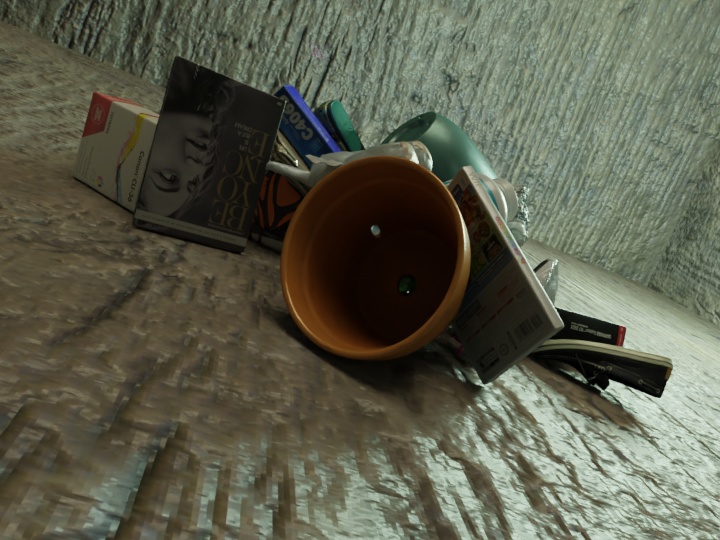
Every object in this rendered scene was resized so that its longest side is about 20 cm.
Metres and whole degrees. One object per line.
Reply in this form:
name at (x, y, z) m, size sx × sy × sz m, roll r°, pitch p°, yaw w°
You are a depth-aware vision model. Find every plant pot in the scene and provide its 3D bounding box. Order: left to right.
plant pot at (0.030, 0.001, 0.677) m, size 0.197 × 0.203 × 0.140 m, roll 29°, pitch -2°, yaw 27°
plant pot at (0.115, -0.167, 1.087) m, size 0.162 × 0.199 × 0.201 m, roll 52°, pitch 0°, yaw -24°

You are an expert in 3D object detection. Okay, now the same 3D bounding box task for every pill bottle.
pill bottle at (0.142, -0.078, 0.944) m, size 0.196 × 0.113 × 0.110 m, roll -22°, pitch 35°, yaw -28°

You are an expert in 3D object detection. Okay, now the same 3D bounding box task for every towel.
towel at (-0.100, -0.170, 0.938) m, size 0.133 × 0.034 × 0.202 m, roll 48°, pitch 13°, yaw -35°

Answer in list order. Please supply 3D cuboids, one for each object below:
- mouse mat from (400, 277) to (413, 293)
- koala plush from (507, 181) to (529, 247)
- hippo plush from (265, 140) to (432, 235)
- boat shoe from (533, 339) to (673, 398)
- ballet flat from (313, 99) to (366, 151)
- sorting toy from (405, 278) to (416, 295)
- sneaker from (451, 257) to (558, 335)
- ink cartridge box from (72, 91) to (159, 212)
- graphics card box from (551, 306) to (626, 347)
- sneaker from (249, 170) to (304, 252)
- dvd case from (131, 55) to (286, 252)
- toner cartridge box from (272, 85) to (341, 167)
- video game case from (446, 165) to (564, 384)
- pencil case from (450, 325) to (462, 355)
mouse mat at (0.000, 0.000, 0.907) m, size 0.156 × 0.008 × 0.200 m, roll 8°, pitch 11°, yaw 8°
koala plush at (0.223, -0.067, 1.142) m, size 0.183 × 0.199 × 0.179 m, roll 43°, pitch 36°, yaw -16°
hippo plush at (0.013, -0.071, 0.802) m, size 0.156 × 0.166 × 0.198 m, roll 0°, pitch 11°, yaw 40°
boat shoe at (0.344, 0.139, 0.916) m, size 0.194 × 0.064 × 0.075 m, roll 11°, pitch -7°, yaw 13°
ballet flat at (-0.017, -0.172, 1.016) m, size 0.203 × 0.073 × 0.074 m, roll 63°, pitch 6°, yaw -12°
sorting toy at (0.138, 0.000, 0.947) m, size 0.195 × 0.037 × 0.185 m, roll -15°, pitch 5°, yaw 14°
sneaker at (0.207, 0.038, 0.906) m, size 0.112 × 0.077 × 0.200 m, roll 15°, pitch 43°, yaw 33°
ink cartridge box at (-0.274, -0.139, 0.826) m, size 0.197 × 0.119 × 0.067 m, roll 27°, pitch 14°, yaw 22°
graphics card box at (0.321, 0.089, 1.031) m, size 0.196 × 0.052 × 0.124 m, roll 16°, pitch -3°, yaw -35°
sneaker at (-0.164, -0.114, 0.928) m, size 0.196 × 0.114 × 0.078 m, roll 22°, pitch 13°, yaw -5°
dvd case at (-0.185, -0.137, 0.784) m, size 0.146 × 0.205 × 0.016 m, roll 14°, pitch 7°, yaw -33°
toner cartridge box at (-0.058, -0.174, 0.926) m, size 0.201 × 0.043 × 0.095 m, roll 52°, pitch 12°, yaw -11°
video game case at (0.132, 0.008, 0.715) m, size 0.018 × 0.144 × 0.203 m, roll -13°, pitch 66°, yaw -31°
pencil case at (0.132, -0.004, 0.802) m, size 0.086 × 0.205 × 0.088 m, roll -14°, pitch -10°, yaw -3°
